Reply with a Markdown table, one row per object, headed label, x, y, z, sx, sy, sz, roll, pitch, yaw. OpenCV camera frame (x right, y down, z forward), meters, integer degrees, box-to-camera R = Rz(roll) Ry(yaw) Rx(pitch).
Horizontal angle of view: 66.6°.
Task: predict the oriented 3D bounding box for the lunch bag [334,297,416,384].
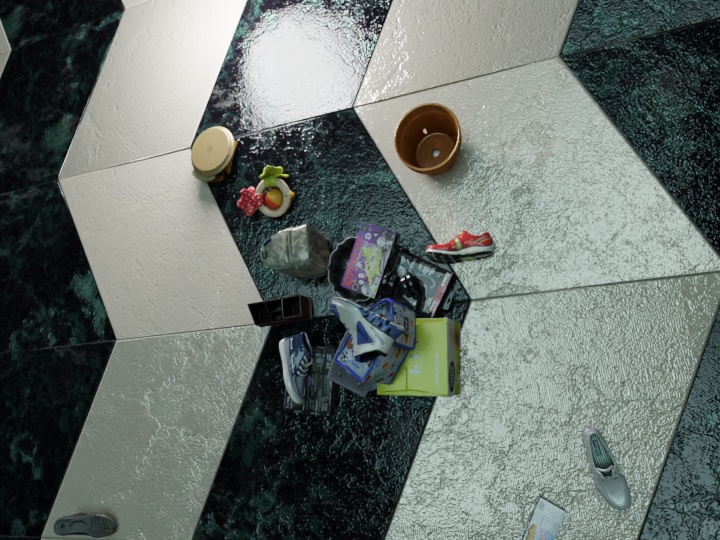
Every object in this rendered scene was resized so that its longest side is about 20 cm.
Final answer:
| label | x | y | z | sx | sy | sz | roll | pitch | yaw |
| --- | --- | --- | --- | --- | --- | --- | --- | --- | --- |
| lunch bag | 0.057 | 0.174 | 1.365 | 0.123 | 0.169 | 0.203 | 30 | 91 | 29 |

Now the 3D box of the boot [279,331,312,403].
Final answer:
| label | x | y | z | sx | sy | sz | roll | pitch | yaw |
| --- | --- | --- | --- | --- | --- | --- | --- | --- | --- |
| boot | -0.183 | 0.290 | 1.652 | 0.089 | 0.072 | 0.204 | -24 | 72 | 22 |

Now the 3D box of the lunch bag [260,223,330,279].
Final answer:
| label | x | y | z | sx | sy | sz | roll | pitch | yaw |
| --- | --- | --- | --- | --- | --- | --- | --- | --- | --- |
| lunch bag | -0.199 | -0.048 | 1.697 | 0.164 | 0.200 | 0.143 | -15 | 75 | 16 |

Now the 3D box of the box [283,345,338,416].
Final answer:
| label | x | y | z | sx | sy | sz | roll | pitch | yaw |
| --- | --- | --- | --- | --- | --- | --- | --- | --- | --- |
| box | -0.150 | 0.336 | 1.696 | 0.156 | 0.043 | 0.206 | 1 | 81 | 21 |

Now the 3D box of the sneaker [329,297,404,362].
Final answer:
| label | x | y | z | sx | sy | sz | roll | pitch | yaw |
| --- | --- | --- | --- | --- | --- | --- | --- | --- | --- |
| sneaker | -0.003 | 0.144 | 1.263 | 0.197 | 0.080 | 0.117 | 23 | 86 | 33 |

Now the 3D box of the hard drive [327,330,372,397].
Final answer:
| label | x | y | z | sx | sy | sz | roll | pitch | yaw |
| --- | --- | --- | --- | --- | --- | --- | --- | --- | --- |
| hard drive | -0.002 | 0.249 | 1.584 | 0.132 | 0.042 | 0.203 | 24 | 71 | 4 |

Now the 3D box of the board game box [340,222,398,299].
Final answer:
| label | x | y | z | sx | sy | sz | roll | pitch | yaw |
| --- | --- | --- | --- | --- | --- | --- | --- | --- | --- |
| board game box | 0.027 | -0.030 | 1.622 | 0.118 | 0.032 | 0.205 | 17 | 87 | 27 |

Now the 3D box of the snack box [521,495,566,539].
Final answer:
| label | x | y | z | sx | sy | sz | roll | pitch | yaw |
| --- | --- | --- | --- | --- | --- | --- | --- | --- | --- |
| snack box | 0.458 | 0.696 | 1.415 | 0.071 | 0.024 | 0.204 | 23 | 89 | 22 |

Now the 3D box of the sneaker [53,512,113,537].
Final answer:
| label | x | y | z | sx | sy | sz | roll | pitch | yaw |
| --- | --- | --- | --- | --- | --- | --- | --- | --- | --- |
| sneaker | -0.934 | 0.873 | 1.889 | 0.194 | 0.114 | 0.078 | 2 | 74 | -8 |

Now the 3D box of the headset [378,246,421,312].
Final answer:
| label | x | y | z | sx | sy | sz | roll | pitch | yaw |
| --- | --- | --- | --- | --- | --- | --- | --- | --- | --- |
| headset | 0.116 | 0.037 | 1.565 | 0.120 | 0.094 | 0.206 | 3 | 97 | 17 |

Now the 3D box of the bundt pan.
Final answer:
| label | x | y | z | sx | sy | sz | roll | pitch | yaw |
| --- | --- | --- | --- | --- | --- | --- | --- | --- | --- |
| bundt pan | 0.000 | 0.000 | 1.680 | 0.197 | 0.076 | 0.208 | -3 | 80 | 19 |

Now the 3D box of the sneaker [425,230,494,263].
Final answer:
| label | x | y | z | sx | sy | sz | roll | pitch | yaw |
| --- | --- | --- | --- | --- | --- | --- | --- | --- | --- |
| sneaker | 0.288 | -0.073 | 1.596 | 0.195 | 0.077 | 0.087 | -4 | 68 | 13 |

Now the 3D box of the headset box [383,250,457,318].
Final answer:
| label | x | y | z | sx | sy | sz | roll | pitch | yaw |
| --- | --- | --- | --- | --- | --- | --- | --- | --- | --- |
| headset box | 0.179 | 0.047 | 1.605 | 0.197 | 0.077 | 0.152 | 25 | 91 | 21 |

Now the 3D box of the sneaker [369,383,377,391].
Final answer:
| label | x | y | z | sx | sy | sz | roll | pitch | yaw |
| --- | --- | --- | --- | --- | --- | --- | --- | --- | --- |
| sneaker | 0.018 | 0.261 | 1.643 | 0.080 | 0.074 | 0.205 | -5 | 72 | -11 |

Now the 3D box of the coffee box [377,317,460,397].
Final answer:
| label | x | y | z | sx | sy | sz | roll | pitch | yaw |
| --- | --- | --- | --- | --- | --- | --- | --- | --- | --- |
| coffee box | 0.165 | 0.240 | 1.511 | 0.195 | 0.197 | 0.205 | -2 | 80 | 20 |

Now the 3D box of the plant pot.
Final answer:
| label | x | y | z | sx | sy | sz | roll | pitch | yaw |
| --- | --- | --- | --- | --- | --- | --- | --- | --- | --- |
| plant pot | 0.212 | -0.371 | 1.631 | 0.195 | 0.140 | 0.206 | -4 | 79 | 20 |

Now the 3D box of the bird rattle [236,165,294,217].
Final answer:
| label | x | y | z | sx | sy | sz | roll | pitch | yaw |
| --- | --- | --- | --- | --- | --- | --- | --- | --- | --- |
| bird rattle | -0.310 | -0.251 | 1.832 | 0.162 | 0.113 | 0.201 | 41 | 99 | 5 |

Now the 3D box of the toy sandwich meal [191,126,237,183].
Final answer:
| label | x | y | z | sx | sy | sz | roll | pitch | yaw |
| --- | --- | --- | --- | --- | --- | --- | --- | --- | --- |
| toy sandwich meal | -0.518 | -0.410 | 1.955 | 0.200 | 0.070 | 0.211 | -5 | 74 | 19 |

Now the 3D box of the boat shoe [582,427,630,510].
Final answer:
| label | x | y | z | sx | sy | sz | roll | pitch | yaw |
| --- | --- | --- | --- | --- | --- | --- | --- | --- | --- |
| boat shoe | 0.609 | 0.499 | 1.370 | 0.072 | 0.067 | 0.204 | -27 | 72 | 14 |

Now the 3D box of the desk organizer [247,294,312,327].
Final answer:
| label | x | y | z | sx | sy | sz | roll | pitch | yaw |
| --- | --- | --- | --- | --- | --- | --- | --- | --- | --- |
| desk organizer | -0.260 | 0.130 | 1.755 | 0.195 | 0.077 | 0.074 | -11 | 77 | 19 |
